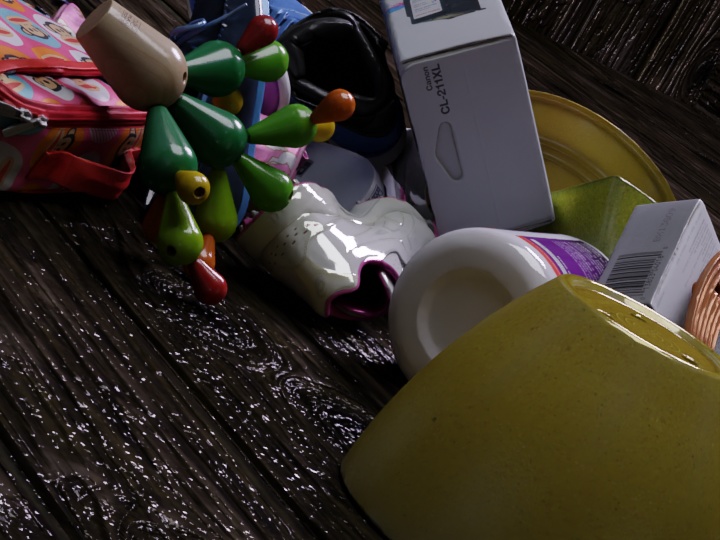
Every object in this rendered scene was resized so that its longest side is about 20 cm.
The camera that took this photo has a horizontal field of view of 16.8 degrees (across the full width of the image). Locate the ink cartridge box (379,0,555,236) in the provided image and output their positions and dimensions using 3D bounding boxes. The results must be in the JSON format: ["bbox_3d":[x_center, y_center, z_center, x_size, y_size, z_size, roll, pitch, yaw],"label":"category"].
[{"bbox_3d":[0.071,-0.125,1.707,0.083,0.146,0.200,-14,26,1],"label":"ink cartridge box"}]

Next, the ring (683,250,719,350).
[{"bbox_3d":[0.236,0.084,1.504,0.019,0.201,0.200,-5,-8,31],"label":"ring"}]

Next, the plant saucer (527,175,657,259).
[{"bbox_3d":[0.205,0.020,1.682,0.200,0.048,0.200,36,-12,-11],"label":"plant saucer"}]

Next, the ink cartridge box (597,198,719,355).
[{"bbox_3d":[0.209,0.068,1.527,0.050,0.200,0.109,-5,35,32],"label":"ink cartridge box"}]

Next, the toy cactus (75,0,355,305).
[{"bbox_3d":[-0.094,-0.091,1.421,0.165,0.200,0.102,44,-38,-22],"label":"toy cactus"}]

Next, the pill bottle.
[{"bbox_3d":[0.102,0.031,1.523,0.112,0.113,0.200,34,12,21],"label":"pill bottle"}]

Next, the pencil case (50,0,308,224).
[{"bbox_3d":[-0.131,-0.100,1.607,0.200,0.087,0.083,28,-22,-7],"label":"pencil case"}]

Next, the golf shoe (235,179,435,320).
[{"bbox_3d":[0.000,0.000,1.555,0.092,0.075,0.200,51,22,23],"label":"golf shoe"}]

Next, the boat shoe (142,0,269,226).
[{"bbox_3d":[-0.099,-0.119,1.532,0.068,0.084,0.201,12,60,-21],"label":"boat shoe"}]

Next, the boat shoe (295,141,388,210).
[{"bbox_3d":[-0.049,-0.062,1.704,0.200,0.074,0.065,36,-14,45],"label":"boat shoe"}]

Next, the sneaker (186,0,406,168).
[{"bbox_3d":[-0.047,-0.162,1.707,0.200,0.077,0.111,45,-13,17],"label":"sneaker"}]

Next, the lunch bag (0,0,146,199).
[{"bbox_3d":[-0.209,-0.102,1.442,0.176,0.082,0.200,37,15,15],"label":"lunch bag"}]

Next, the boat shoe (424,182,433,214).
[{"bbox_3d":[0.136,-0.019,1.801,0.200,0.075,0.062,33,-4,0],"label":"boat shoe"}]

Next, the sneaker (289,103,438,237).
[{"bbox_3d":[-0.008,-0.081,1.839,0.086,0.081,0.200,4,-24,48],"label":"sneaker"}]

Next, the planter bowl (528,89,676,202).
[{"bbox_3d":[0.142,-0.039,1.897,0.200,0.084,0.201,27,-32,18],"label":"planter bowl"}]

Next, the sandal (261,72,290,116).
[{"bbox_3d":[-0.117,-0.121,1.690,0.202,0.050,0.083,-4,-63,55],"label":"sandal"}]

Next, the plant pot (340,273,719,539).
[{"bbox_3d":[0.110,0.087,1.229,0.200,0.142,0.200,27,12,-6],"label":"plant pot"}]
